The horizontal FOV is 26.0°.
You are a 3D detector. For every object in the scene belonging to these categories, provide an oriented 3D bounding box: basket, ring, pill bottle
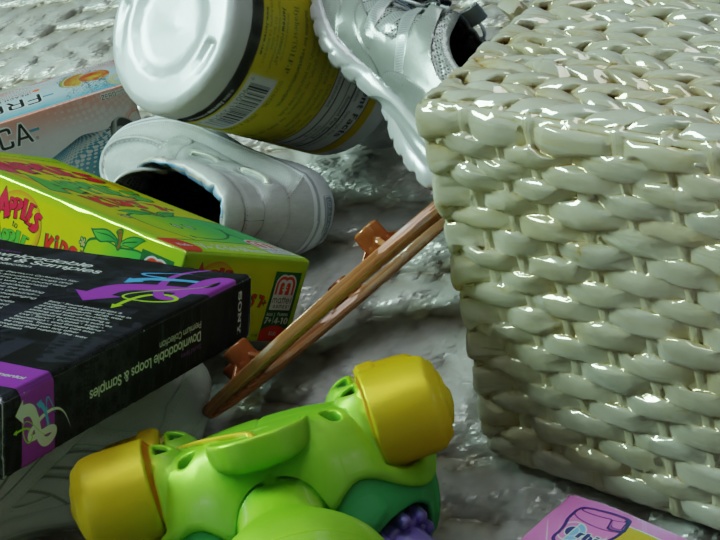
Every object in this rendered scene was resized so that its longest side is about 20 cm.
[{"bbox_3d":[0.150,-0.016,0.638,0.200,0.199,0.161,16,41,42],"label":"basket"},{"bbox_3d":[0.000,0.000,0.737,0.200,0.019,0.200,-41,-3,-3],"label":"ring"},{"bbox_3d":[-0.046,-0.133,0.971,0.111,0.112,0.200,13,2,42],"label":"pill bottle"}]

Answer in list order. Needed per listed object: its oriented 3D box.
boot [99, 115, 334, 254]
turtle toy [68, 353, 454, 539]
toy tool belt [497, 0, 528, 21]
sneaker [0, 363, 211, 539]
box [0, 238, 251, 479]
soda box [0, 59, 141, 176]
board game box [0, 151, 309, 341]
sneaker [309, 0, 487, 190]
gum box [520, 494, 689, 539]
[{"bbox_3d":[-0.116,-0.055,0.939,0.200,0.074,0.095,14,9,41],"label":"boot"},{"bbox_3d":[-0.027,0.098,0.578,0.145,0.101,0.200,-17,-1,-2],"label":"turtle toy"},{"bbox_3d":[0.145,-0.133,0.882,0.123,0.125,0.200,25,17,6],"label":"toy tool belt"},{"bbox_3d":[-0.155,0.075,0.709,0.200,0.100,0.078,-31,32,-31],"label":"sneaker"},{"bbox_3d":[-0.152,0.029,0.655,0.143,0.036,0.200,8,17,21],"label":"box"},{"bbox_3d":[-0.251,-0.081,1.087,0.200,0.069,0.064,-19,28,-10],"label":"soda box"},{"bbox_3d":[-0.138,-0.016,0.833,0.200,0.048,0.102,22,10,33],"label":"board game box"},{"bbox_3d":[0.041,-0.122,0.873,0.075,0.082,0.200,15,32,-45],"label":"sneaker"},{"bbox_3d":[0.110,0.153,0.472,0.113,0.066,0.200,-34,34,-32],"label":"gum box"}]
